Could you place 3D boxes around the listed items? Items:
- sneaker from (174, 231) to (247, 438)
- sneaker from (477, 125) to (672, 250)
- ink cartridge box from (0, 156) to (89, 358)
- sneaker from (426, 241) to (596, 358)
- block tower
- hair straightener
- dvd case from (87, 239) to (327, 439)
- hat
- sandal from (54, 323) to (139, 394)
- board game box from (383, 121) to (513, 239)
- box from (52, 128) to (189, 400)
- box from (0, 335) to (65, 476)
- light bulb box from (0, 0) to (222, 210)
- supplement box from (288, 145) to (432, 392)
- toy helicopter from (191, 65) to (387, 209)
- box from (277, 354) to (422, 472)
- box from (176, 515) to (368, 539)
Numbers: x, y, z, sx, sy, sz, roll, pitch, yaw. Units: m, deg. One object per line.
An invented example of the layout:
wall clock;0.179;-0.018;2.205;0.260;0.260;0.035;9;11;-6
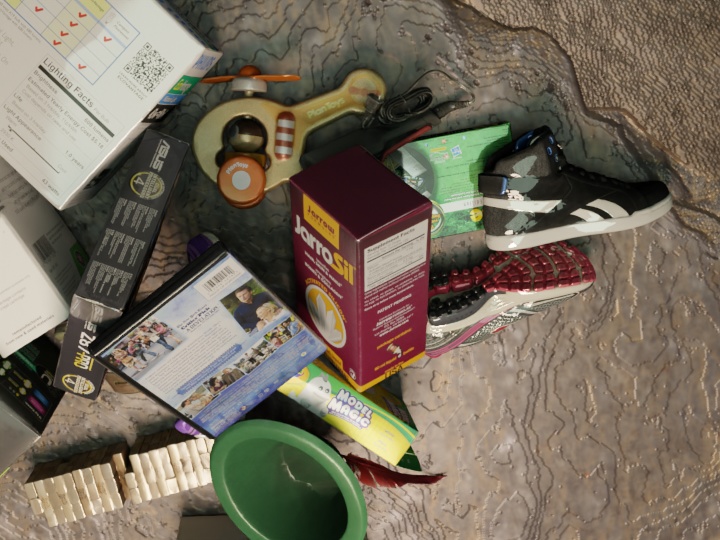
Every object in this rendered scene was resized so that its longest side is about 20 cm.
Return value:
sneaker;-0.154;0.062;1.146;0.083;0.081;0.201;-2;84;-19
sneaker;0.213;-0.092;1.169;0.199;0.073;0.112;-13;105;-13
ink cartridge box;-0.346;-0.039;1.121;0.084;0.146;0.200;-31;102;6
sneaker;0.142;0.027;1.210;0.199;0.081;0.075;-16;132;1
block tower;-0.240;0.210;1.233;0.199;0.058;0.054;-14;104;2
hair straightener;0.028;-0.137;1.136;0.199;0.041;0.077;-27;146;-19
dvd case;-0.128;0.068;1.040;0.143;0.018;0.200;-38;143;2
hat;-0.037;0.183;1.207;0.165;0.176;0.201;-2;119;27
sandal;-0.216;0.104;1.191;0.200;0.080;0.058;28;74;-10
board game box;0.060;-0.082;1.199;0.199;0.023;0.105;-10;101;-1
box;-0.219;-0.006;1.083;0.049;0.201;0.161;19;141;-7
box;-0.376;0.131;1.131;0.148;0.200;0.124;-43;102;7
light bulb box;-0.267;-0.197;1.091;0.198;0.125;0.200;44;97;-6
supplement box;0.000;0.000;1.117;0.085;0.110;0.201;-27;139;-25
toy helicopter;-0.071;-0.151;1.151;0.199;0.079;0.133;-24;90;-3
box;-0.019;0.125;1.194;0.200;0.117;0.048;36;94;-11
box;-0.092;0.333;1.249;0.199;0.098;0.125;0;104;-4
